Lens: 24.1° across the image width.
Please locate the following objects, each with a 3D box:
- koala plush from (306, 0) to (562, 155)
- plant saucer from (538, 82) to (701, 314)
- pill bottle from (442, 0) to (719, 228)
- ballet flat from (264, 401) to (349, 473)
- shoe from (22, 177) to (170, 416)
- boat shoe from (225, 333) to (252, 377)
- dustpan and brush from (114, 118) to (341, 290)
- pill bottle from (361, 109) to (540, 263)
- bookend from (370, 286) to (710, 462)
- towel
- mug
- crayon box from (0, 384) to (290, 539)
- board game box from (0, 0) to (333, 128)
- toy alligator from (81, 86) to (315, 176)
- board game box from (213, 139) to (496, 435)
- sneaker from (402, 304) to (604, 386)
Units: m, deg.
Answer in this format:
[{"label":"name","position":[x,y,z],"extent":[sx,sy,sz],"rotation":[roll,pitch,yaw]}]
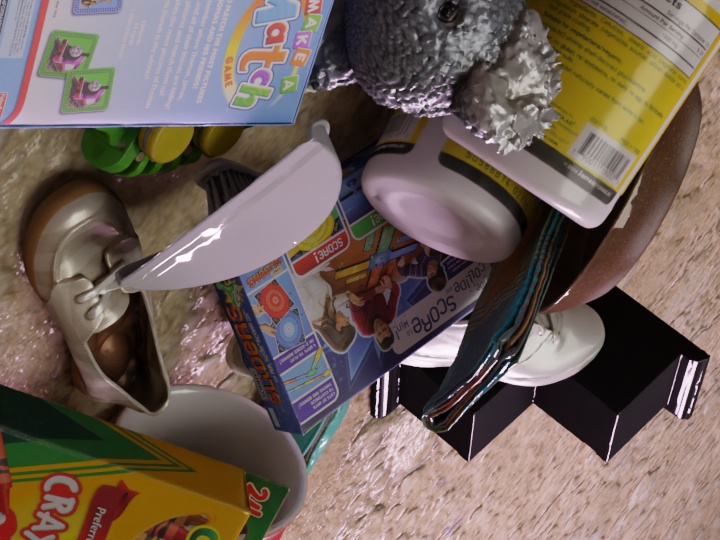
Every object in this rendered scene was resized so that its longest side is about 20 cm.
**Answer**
[{"label":"koala plush","position":[0.053,-0.169,0.877],"extent":[0.184,0.177,0.201],"rotation":[21,86,-71]},{"label":"plant saucer","position":[0.167,-0.056,1.082],"extent":[0.201,0.037,0.200],"rotation":[-62,-173,14]},{"label":"pill bottle","position":[0.144,-0.135,0.966],"extent":[0.200,0.112,0.112],"rotation":[-57,155,5]},{"label":"ballet flat","position":[-0.066,0.150,1.275],"extent":[0.200,0.067,0.070],"rotation":[-57,169,16]},{"label":"shoe","position":[-0.144,0.021,0.973],"extent":[0.070,0.053,0.200],"rotation":[-41,153,-22]},{"label":"boat shoe","position":[-0.016,0.009,1.178],"extent":[0.200,0.062,0.072],"rotation":[-34,105,-32]},{"label":"dustpan and brush","position":[-0.055,-0.039,0.976],"extent":[0.139,0.057,0.200],"rotation":[-36,161,14]},{"label":"pill bottle","position":[0.090,-0.115,1.097],"extent":[0.201,0.111,0.111],"rotation":[-62,159,-16]},{"label":"bookend","position":[0.147,0.095,1.401],"extent":[0.199,0.200,0.092],"rotation":[-39,152,-27]},{"label":"towel","position":[0.101,0.000,1.096],"extent":[0.200,0.022,0.147],"rotation":[-65,-175,-30]},{"label":"mug","position":[-0.148,0.187,1.150],"extent":[0.134,0.177,0.200],"rotation":[-82,-168,-51]},{"label":"crayon box","position":[-0.153,0.157,0.999],"extent":[0.199,0.051,0.127],"rotation":[21,112,-19]},{"label":"board game box","position":[-0.100,-0.138,0.785],"extent":[0.199,0.037,0.152],"rotation":[-3,128,-34]},{"label":"toy alligator","position":[-0.092,-0.081,0.917],"extent":[0.200,0.059,0.054],"rotation":[-14,136,-53]},{"label":"board game box","position":[0.000,0.000,1.125],"extent":[0.200,0.034,0.136],"rotation":[-33,111,-33]},{"label":"sneaker","position":[0.112,0.039,1.307],"extent":[0.199,0.076,0.089],"rotation":[2,150,-23]}]
